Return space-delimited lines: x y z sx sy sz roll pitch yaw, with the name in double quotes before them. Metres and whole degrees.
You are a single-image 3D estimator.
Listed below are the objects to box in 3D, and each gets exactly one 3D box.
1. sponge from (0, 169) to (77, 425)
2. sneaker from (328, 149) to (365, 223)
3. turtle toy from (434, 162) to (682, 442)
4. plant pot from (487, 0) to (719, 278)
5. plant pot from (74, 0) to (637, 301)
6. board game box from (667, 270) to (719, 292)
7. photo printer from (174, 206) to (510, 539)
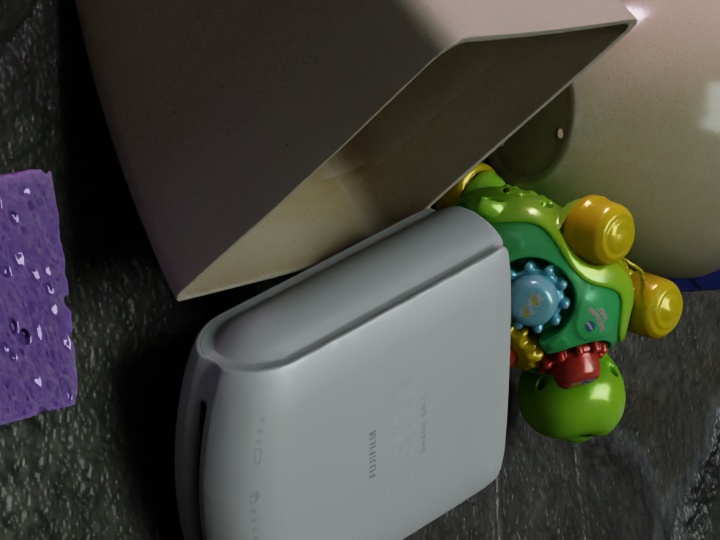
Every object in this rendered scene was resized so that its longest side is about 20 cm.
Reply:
"sponge" -0.197 0.020 1.060 0.200 0.030 0.112 -14 99 -59
"sneaker" 0.000 0.000 1.360 0.105 0.076 0.201 -15 92 -46
"turtle toy" 0.111 0.024 1.481 0.101 0.145 0.200 -54 134 -18
"plant pot" 0.153 -0.096 1.523 0.134 0.200 0.201 1 85 -35
"plant pot" -0.021 -0.126 1.195 0.177 0.200 0.199 56 30 11
"board game box" 0.236 -0.108 1.721 0.159 0.096 0.201 41 53 -49
"photo printer" -0.011 0.075 1.253 0.200 0.069 0.167 -27 131 -36
